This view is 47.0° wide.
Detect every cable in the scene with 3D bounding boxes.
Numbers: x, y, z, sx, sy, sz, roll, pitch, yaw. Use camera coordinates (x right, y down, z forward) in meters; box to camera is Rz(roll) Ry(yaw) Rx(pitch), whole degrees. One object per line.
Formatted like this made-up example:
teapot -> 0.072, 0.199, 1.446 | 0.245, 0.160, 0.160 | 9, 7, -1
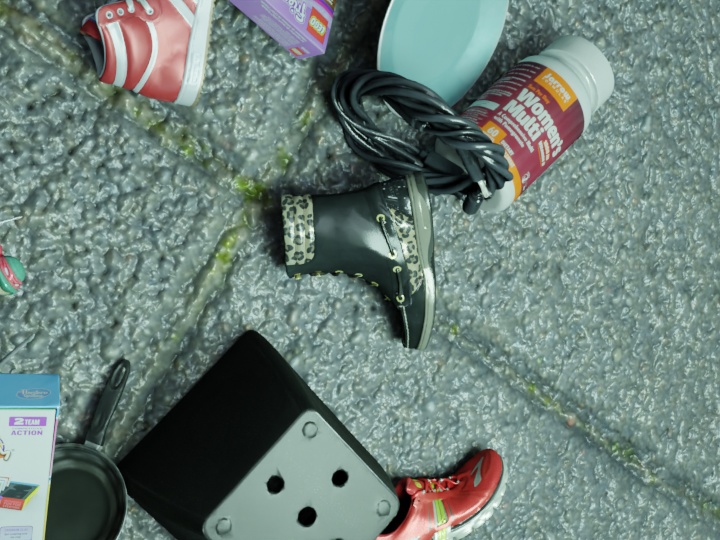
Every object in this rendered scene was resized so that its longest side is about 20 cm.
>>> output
cable -> 0.054, -0.130, 0.821 | 0.199, 0.163, 0.051 | 36, 78, -4

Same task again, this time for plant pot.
plant pot -> -0.081, 0.204, 0.774 | 0.200, 0.177, 0.200 | -46, 111, -16

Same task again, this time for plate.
plate -> 0.083, -0.254, 0.865 | 0.199, 0.026, 0.202 | -31, 141, -29

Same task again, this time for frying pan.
frying pan -> -0.269, 0.180, 0.759 | 0.113, 0.031, 0.192 | -2, 67, -6

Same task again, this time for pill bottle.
pill bottle -> 0.184, -0.166, 0.917 | 0.200, 0.109, 0.110 | -43, 109, -17

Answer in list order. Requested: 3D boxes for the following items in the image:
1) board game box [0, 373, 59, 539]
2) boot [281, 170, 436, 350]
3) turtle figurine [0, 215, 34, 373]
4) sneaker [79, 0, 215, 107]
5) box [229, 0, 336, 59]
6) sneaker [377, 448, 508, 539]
board game box -> -0.306, 0.167, 0.604 | 0.151, 0.040, 0.202 | 5, 117, -23
boot -> 0.000, -0.002, 0.862 | 0.152, 0.074, 0.206 | -6, 122, -3
turtle figurine -> -0.346, 0.036, 0.679 | 0.199, 0.101, 0.151 | -29, 113, -11
sneaker -> -0.192, -0.260, 0.754 | 0.111, 0.071, 0.203 | 5, 93, -29
box -> -0.091, -0.308, 0.759 | 0.199, 0.039, 0.138 | 31, 65, -48
sneaker -> 0.080, 0.256, 0.910 | 0.199, 0.077, 0.085 | -36, 102, -20
